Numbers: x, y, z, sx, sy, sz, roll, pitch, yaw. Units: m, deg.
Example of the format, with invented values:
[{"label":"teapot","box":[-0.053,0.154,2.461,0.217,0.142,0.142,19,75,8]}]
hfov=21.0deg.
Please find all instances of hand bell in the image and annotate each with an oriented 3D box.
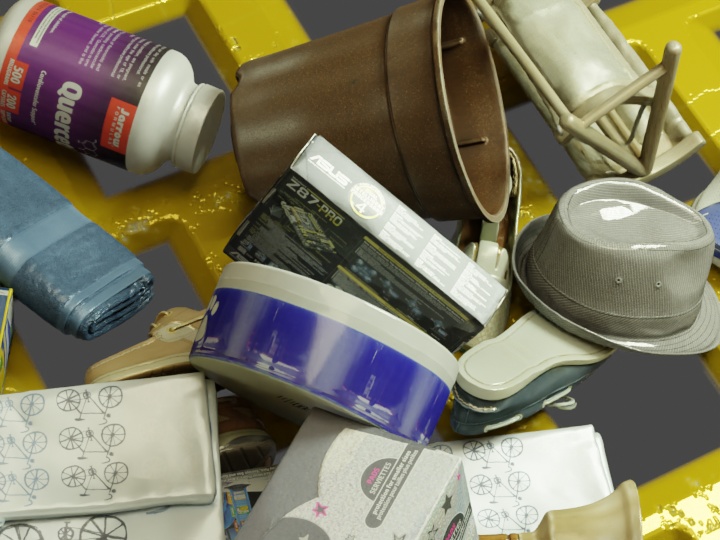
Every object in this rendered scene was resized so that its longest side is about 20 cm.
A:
[{"label":"hand bell","box":[0.109,0.211,1.479,0.198,0.105,0.105,1,57,-1]}]

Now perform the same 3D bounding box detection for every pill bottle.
[{"label":"pill bottle","box":[-0.223,-0.155,1.690,0.198,0.113,0.113,21,57,6]}]

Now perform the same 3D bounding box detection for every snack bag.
[{"label":"snack bag","box":[-0.194,0.179,1.451,0.186,0.021,0.202,-5,67,-4]},{"label":"snack bag","box":[0.125,0.222,1.543,0.186,0.021,0.202,-4,58,-12]}]

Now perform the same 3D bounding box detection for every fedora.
[{"label":"fedora","box":[0.231,-0.015,1.651,0.198,0.091,0.178,11,39,-8]}]

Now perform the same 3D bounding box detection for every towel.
[{"label":"towel","box":[-0.274,-0.021,1.620,0.200,0.049,0.111,39,36,13]}]

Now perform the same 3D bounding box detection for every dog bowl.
[{"label":"dog bowl","box":[-0.029,0.071,1.487,0.198,0.200,0.079,22,78,6]}]

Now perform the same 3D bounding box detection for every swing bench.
[{"label":"swing bench","box":[0.197,-0.190,1.741,0.129,0.200,0.200,-33,64,1]}]

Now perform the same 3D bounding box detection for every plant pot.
[{"label":"plant pot","box":[0.006,-0.122,1.637,0.196,0.201,0.202,-11,55,17]}]

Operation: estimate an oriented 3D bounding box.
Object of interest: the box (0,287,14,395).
[{"label":"box","box":[-0.323,0.109,1.535,0.069,0.065,0.202,7,56,-4]}]

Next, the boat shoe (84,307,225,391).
[{"label":"boat shoe","box":[-0.142,0.064,1.590,0.198,0.074,0.069,-15,57,-28]}]

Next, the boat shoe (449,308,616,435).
[{"label":"boat shoe","box":[0.147,0.085,1.616,0.075,0.062,0.199,33,36,26]}]

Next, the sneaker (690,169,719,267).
[{"label":"sneaker","box":[0.364,-0.099,1.740,0.080,0.116,0.200,30,58,12]}]

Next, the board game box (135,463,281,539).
[{"label":"board game box","box":[-0.066,0.253,1.481,0.198,0.062,0.202,-7,61,-15]}]

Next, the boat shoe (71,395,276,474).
[{"label":"boat shoe","box":[-0.169,0.144,1.535,0.198,0.076,0.072,-7,50,-19]}]

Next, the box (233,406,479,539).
[{"label":"box","box":[-0.015,0.221,1.383,0.131,0.115,0.201,16,56,24]}]

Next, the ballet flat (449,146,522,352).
[{"label":"ballet flat","box":[0.106,-0.024,1.685,0.067,0.063,0.202,10,57,-2]}]

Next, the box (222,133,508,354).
[{"label":"box","box":[0.000,0.000,1.564,0.199,0.161,0.049,38,58,-4]}]
